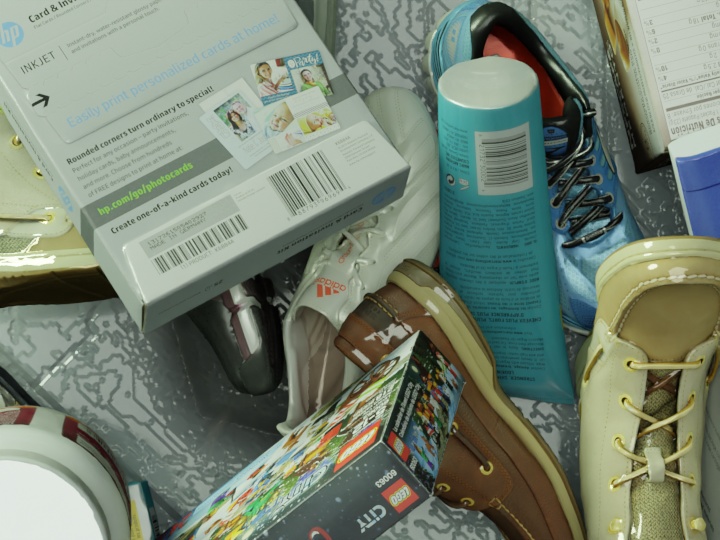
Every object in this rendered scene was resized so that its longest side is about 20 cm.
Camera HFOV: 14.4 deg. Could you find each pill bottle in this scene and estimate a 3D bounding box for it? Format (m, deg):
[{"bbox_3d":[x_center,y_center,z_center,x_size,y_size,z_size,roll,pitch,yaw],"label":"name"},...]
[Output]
[{"bbox_3d":[-0.168,0.129,1.386,0.114,0.200,0.115,0,92,-4],"label":"pill bottle"}]

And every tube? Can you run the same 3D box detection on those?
[{"bbox_3d":[0.071,-0.012,1.477,0.077,0.050,0.201,7,125,16],"label":"tube"}]

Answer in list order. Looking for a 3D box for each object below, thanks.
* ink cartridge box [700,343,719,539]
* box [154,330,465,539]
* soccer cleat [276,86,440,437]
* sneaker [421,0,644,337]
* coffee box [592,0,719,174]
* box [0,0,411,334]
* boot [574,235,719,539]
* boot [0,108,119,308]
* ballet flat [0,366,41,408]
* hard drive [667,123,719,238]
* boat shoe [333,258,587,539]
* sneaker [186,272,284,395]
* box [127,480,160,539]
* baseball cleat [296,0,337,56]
[{"bbox_3d":[0.260,0.050,1.441,0.145,0.088,0.201,3,121,-13],"label":"ink cartridge box"},{"bbox_3d":[-0.041,0.124,1.394,0.200,0.137,0.038,-39,100,20],"label":"box"},{"bbox_3d":[0.000,0.000,1.501,0.069,0.077,0.201,6,88,43],"label":"soccer cleat"},{"bbox_3d":[0.096,-0.054,1.500,0.078,0.090,0.200,-30,88,-10],"label":"sneaker"},{"bbox_3d":[0.164,-0.161,1.498,0.079,0.114,0.201,-14,88,-2],"label":"coffee box"},{"bbox_3d":[-0.093,-0.088,1.428,0.156,0.041,0.200,-29,73,-18],"label":"box"},{"bbox_3d":[0.148,0.083,1.421,0.073,0.200,0.156,4,64,-7],"label":"boot"},{"bbox_3d":[-0.169,-0.061,1.468,0.199,0.072,0.155,-6,75,9],"label":"boot"},{"bbox_3d":[-0.246,0.044,1.512,0.200,0.073,0.073,38,88,3],"label":"ballet flat"},{"bbox_3d":[0.244,0.000,1.475,0.132,0.025,0.200,-19,123,-1],"label":"hard drive"},{"bbox_3d":[0.052,0.090,1.482,0.067,0.072,0.200,-37,112,-14],"label":"boat shoe"},{"bbox_3d":[-0.118,-0.014,1.520,0.115,0.076,0.201,-20,78,6],"label":"sneaker"},{"bbox_3d":[-0.202,0.174,1.514,0.199,0.049,0.083,-13,87,0],"label":"box"},{"bbox_3d":[-0.058,-0.122,1.515,0.106,0.070,0.201,1,66,13],"label":"baseball cleat"}]
